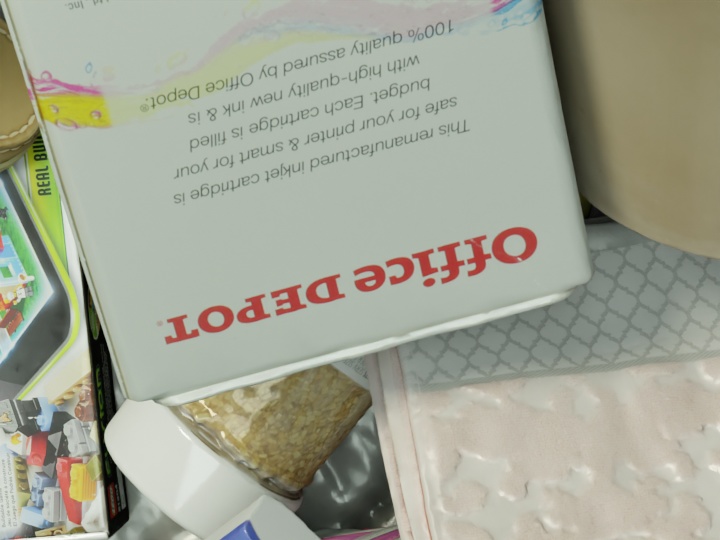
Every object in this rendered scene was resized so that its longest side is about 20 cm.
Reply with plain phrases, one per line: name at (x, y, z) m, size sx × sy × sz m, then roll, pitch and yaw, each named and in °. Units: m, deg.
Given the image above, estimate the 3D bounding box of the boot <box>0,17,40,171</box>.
boot at (-0.153, -0.102, 0.826) m, size 0.200 × 0.155 × 0.073 m, roll 30°, pitch 58°, yaw -25°

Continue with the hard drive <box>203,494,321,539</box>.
hard drive at (-0.048, 0.169, 0.906) m, size 0.132 × 0.025 × 0.200 m, roll 45°, pitch 127°, yaw -8°

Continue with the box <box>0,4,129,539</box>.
box at (-0.145, -0.004, 0.953) m, size 0.109 × 0.035 × 0.201 m, roll -6°, pitch 94°, yaw 7°

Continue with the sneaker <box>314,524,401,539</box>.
sneaker at (0.006, 0.120, 0.920) m, size 0.199 × 0.088 × 0.082 m, roll -22°, pitch 92°, yaw 8°

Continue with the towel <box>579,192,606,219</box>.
towel at (0.142, 0.056, 0.898) m, size 0.199 × 0.023 × 0.144 m, roll 26°, pitch 63°, yaw 2°

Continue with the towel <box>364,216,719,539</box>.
towel at (0.108, 0.060, 0.839) m, size 0.199 × 0.032 × 0.192 m, roll -6°, pitch 55°, yaw -12°

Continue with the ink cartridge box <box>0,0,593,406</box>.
ink cartridge box at (-0.026, -0.078, 0.792) m, size 0.145 × 0.083 × 0.201 m, roll -15°, pitch 121°, yaw -2°

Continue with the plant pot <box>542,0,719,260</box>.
plant pot at (0.124, -0.103, 0.810) m, size 0.199 × 0.200 × 0.174 m, roll 10°, pitch 120°, yaw 5°

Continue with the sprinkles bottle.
sprinkles bottle at (0.000, 0.000, 0.920) m, size 0.068 × 0.068 × 0.200 m, roll 39°, pitch 98°, yaw 2°
